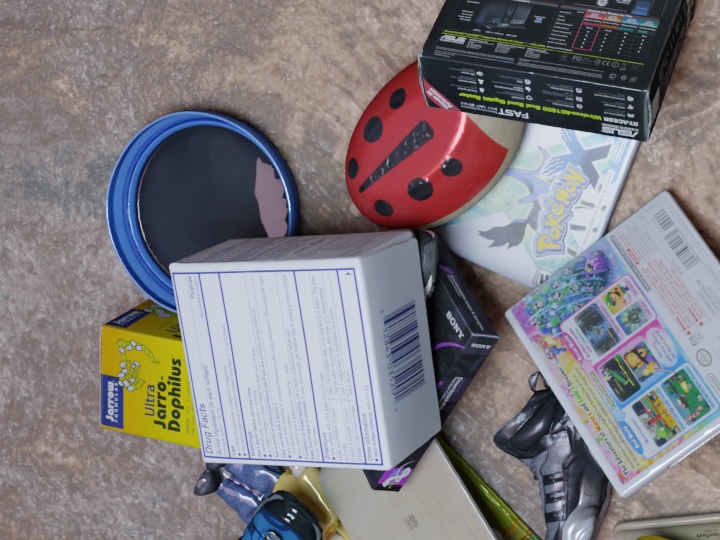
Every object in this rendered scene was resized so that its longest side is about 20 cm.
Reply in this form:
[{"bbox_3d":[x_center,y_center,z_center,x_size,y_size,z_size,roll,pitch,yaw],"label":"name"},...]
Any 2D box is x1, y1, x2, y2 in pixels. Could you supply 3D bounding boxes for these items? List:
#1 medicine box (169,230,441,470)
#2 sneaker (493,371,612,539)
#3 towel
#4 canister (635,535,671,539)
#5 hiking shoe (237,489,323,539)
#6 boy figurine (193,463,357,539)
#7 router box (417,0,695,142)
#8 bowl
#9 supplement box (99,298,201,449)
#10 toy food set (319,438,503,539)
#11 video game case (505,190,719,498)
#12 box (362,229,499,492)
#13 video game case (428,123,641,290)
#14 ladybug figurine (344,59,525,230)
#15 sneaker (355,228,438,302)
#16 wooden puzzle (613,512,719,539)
[{"bbox_3d":[-0.048,0.068,1.437,0.199,0.103,0.184,-1,104,31],"label":"medicine box"},{"bbox_3d":[0.174,0.191,1.529,0.113,0.075,0.201,20,105,18],"label":"sneaker"},{"bbox_3d":[0.105,0.247,1.603,0.200,0.018,0.086,46,116,6],"label":"towel"},{"bbox_3d":[0.281,0.354,1.472,0.148,0.086,0.201,19,106,20],"label":"canister"},{"bbox_3d":[-0.098,0.285,1.591,0.074,0.087,0.200,37,139,3],"label":"hiking shoe"},{"bbox_3d":[-0.069,0.249,1.653,0.199,0.064,0.125,34,112,13],"label":"boy figurine"},{"bbox_3d":[0.164,-0.194,1.378,0.199,0.150,0.062,12,144,19],"label":"router box"},{"bbox_3d":[-0.151,-0.055,1.608,0.199,0.039,0.202,4,101,20],"label":"bowl"},{"bbox_3d":[-0.143,0.105,1.617,0.199,0.109,0.110,9,108,20],"label":"supplement box"},{"bbox_3d":[0.062,0.232,1.587,0.143,0.060,0.201,-37,79,32],"label":"toy food set"},{"bbox_3d":[0.245,0.062,1.423,0.182,0.024,0.201,-38,63,14],"label":"video game case"},{"bbox_3d":[0.041,0.082,1.518,0.201,0.036,0.143,-59,41,29],"label":"box"},{"bbox_3d":[0.146,-0.092,1.488,0.181,0.022,0.201,25,113,15],"label":"video game case"},{"bbox_3d":[0.057,-0.112,1.462,0.136,0.072,0.200,49,114,11],"label":"ladybug figurine"},{"bbox_3d":[0.000,0.000,1.496,0.200,0.079,0.075,-10,71,53],"label":"sneaker"},{"bbox_3d":[0.334,0.318,1.510,0.184,0.046,0.201,-10,101,25],"label":"wooden puzzle"}]
